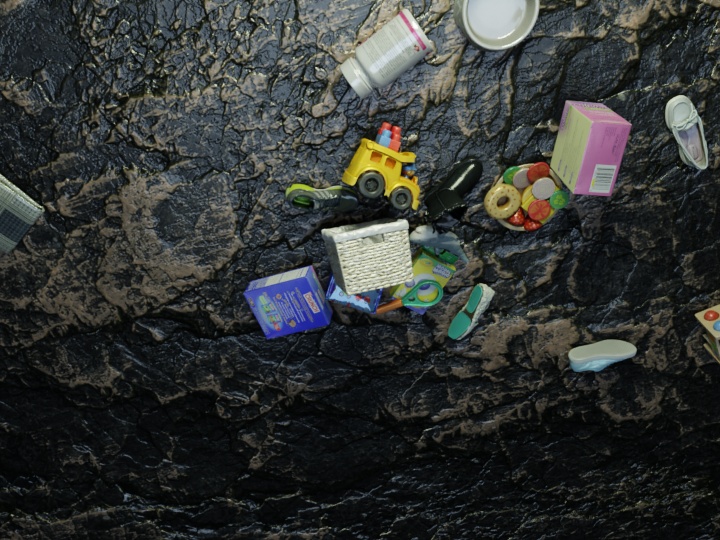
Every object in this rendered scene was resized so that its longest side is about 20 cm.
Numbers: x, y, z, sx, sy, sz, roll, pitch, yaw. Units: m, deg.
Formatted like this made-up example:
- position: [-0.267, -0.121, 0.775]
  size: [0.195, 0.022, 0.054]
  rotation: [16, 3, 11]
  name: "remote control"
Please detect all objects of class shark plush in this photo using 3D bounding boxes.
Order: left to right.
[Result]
- position: [0.223, -0.076, 1.685]
  size: [0.200, 0.091, 0.083]
  rotation: [27, 102, -41]
  name: "shark plush"

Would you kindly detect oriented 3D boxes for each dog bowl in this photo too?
- position: [0.317, -0.601, 1.401]
  size: [0.199, 0.059, 0.201]
  rotation: [0, 119, -1]
  name: "dog bowl"

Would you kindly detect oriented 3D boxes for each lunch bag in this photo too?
- position: [0.000, 0.000, 1.716]
  size: [0.150, 0.094, 0.201]
  rotation: [17, 104, -9]
  name: "lunch bag"

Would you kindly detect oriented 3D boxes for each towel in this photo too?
- position: [-0.976, -0.165, 1.624]
  size: [0.192, 0.035, 0.200]
  rotation: [-40, 115, 22]
  name: "towel"

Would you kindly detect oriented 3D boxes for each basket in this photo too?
- position: [0.018, -0.043, 1.581]
  size: [0.198, 0.200, 0.161]
  rotation: [-12, 100, -11]
  name: "basket"

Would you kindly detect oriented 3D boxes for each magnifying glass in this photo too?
- position: [0.139, 0.083, 1.740]
  size: [0.199, 0.022, 0.080]
  rotation: [-19, 118, 10]
  name: "magnifying glass"

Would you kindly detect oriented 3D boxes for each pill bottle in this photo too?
- position: [0.058, -0.498, 1.418]
  size: [0.200, 0.113, 0.113]
  rotation: [-34, 114, 15]
  name: "pill bottle"

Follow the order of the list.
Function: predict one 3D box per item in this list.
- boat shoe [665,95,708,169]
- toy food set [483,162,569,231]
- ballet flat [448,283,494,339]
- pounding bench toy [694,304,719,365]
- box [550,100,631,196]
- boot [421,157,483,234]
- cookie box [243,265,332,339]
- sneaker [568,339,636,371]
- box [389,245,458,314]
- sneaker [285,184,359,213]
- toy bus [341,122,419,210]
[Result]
- position: [0.835, -0.349, 1.548]
  size: [0.074, 0.065, 0.202]
  rotation: [-25, 116, 11]
  name: "boat shoe"
- position: [0.445, -0.194, 1.629]
  size: [0.200, 0.049, 0.198]
  rotation: [33, 114, -17]
  name: "toy food set"
- position: [0.334, 0.129, 1.797]
  size: [0.072, 0.072, 0.200]
  rotation: [22, 116, -13]
  name: "ballet flat"
- position: [1.130, 0.169, 1.804]
  size: [0.200, 0.124, 0.156]
  rotation: [-25, 116, 11]
  name: "pounding bench toy"
- position: [0.556, -0.301, 1.489]
  size: [0.096, 0.200, 0.176]
  rotation: [3, 118, -3]
  name: "box"
- position: [0.245, -0.189, 1.563]
  size: [0.198, 0.163, 0.073]
  rotation: [-38, 115, 18]
  name: "boot"
- position: [-0.203, 0.092, 1.742]
  size: [0.199, 0.075, 0.172]
  rotation: [-14, 118, 16]
  name: "cookie box"
- position: [0.746, 0.270, 1.886]
  size: [0.199, 0.074, 0.082]
  rotation: [-8, 128, 12]
  name: "sneaker"
- position: [0.184, 0.021, 1.744]
  size: [0.117, 0.048, 0.200]
  rotation: [26, 113, -15]
  name: "box"
- position: [-0.101, -0.179, 1.606]
  size: [0.199, 0.081, 0.074]
  rotation: [1, 119, -2]
  name: "sneaker"
- position: [0.076, -0.266, 1.550]
  size: [0.199, 0.136, 0.193]
  rotation: [21, 100, -15]
  name: "toy bus"
